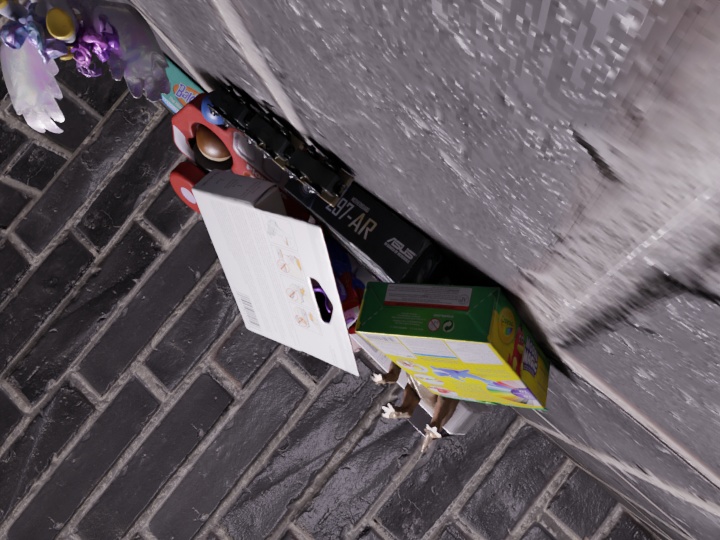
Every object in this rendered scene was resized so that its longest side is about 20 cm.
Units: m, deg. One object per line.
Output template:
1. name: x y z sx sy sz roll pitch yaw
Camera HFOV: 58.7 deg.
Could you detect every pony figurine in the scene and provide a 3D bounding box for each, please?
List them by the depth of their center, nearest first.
1. pony figurine: -0.289 -0.243 0.611 0.200 0.164 0.197 -135 28 -74

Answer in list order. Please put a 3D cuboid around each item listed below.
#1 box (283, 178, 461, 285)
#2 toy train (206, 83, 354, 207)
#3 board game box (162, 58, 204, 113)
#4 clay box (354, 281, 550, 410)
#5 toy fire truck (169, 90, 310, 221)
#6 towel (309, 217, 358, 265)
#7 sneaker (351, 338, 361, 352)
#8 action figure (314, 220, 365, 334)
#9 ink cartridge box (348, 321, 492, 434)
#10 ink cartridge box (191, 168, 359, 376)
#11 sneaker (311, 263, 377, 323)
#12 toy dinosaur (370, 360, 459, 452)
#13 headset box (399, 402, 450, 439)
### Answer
1. box: 0.029 -0.013 0.626 0.160 0.044 0.200 40 178 33
2. toy train: -0.073 -0.112 0.573 0.199 0.034 0.046 40 -178 35
3. board game box: -0.231 -0.226 0.947 0.152 0.045 0.200 42 178 -11
4. clay box: 0.091 0.072 0.553 0.113 0.048 0.200 2 157 30
5. toy fire truck: -0.129 -0.121 0.719 0.199 0.112 0.168 40 154 4
6. towel: 0.000 0.000 0.914 0.170 0.048 0.200 37 176 22
7. sneaker: 0.026 0.083 1.060 0.197 0.106 0.076 12 -156 -28
8. action figure: -0.031 -0.022 0.748 0.065 0.051 0.202 45 -156 -43
9. ink cartridge box: 0.085 0.142 0.893 0.200 0.045 0.176 43 -176 24
10. ink cartridge box: -0.076 0.003 0.668 0.171 0.044 0.202 17 137 32
11. sneaker: -0.072 0.029 0.816 0.197 0.088 0.082 9 127 37
12. toy dinosaur: 0.085 0.111 0.759 0.085 0.135 0.203 -7 107 41
13. headset box: 0.151 0.197 1.059 0.075 0.150 0.200 38 -175 22
